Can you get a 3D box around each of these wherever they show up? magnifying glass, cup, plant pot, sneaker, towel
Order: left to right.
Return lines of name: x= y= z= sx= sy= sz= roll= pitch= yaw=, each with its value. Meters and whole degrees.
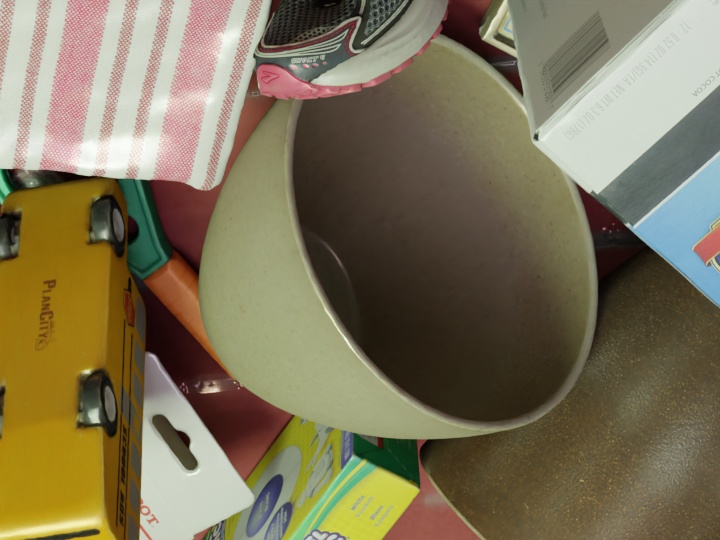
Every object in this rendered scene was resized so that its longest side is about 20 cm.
towel: x=-0.144 y=-0.095 z=0.757 sx=0.198 sy=0.030 sz=0.147 roll=5 pitch=138 yaw=-14
magnifying glass: x=-0.123 y=-0.018 z=0.920 sx=0.079 sy=0.022 sz=0.200 roll=-35 pitch=112 yaw=16
cup: x=0.000 y=0.000 z=0.851 sx=0.200 sy=0.201 sz=0.143 roll=43 pitch=138 yaw=-19
sneaker: x=0.006 y=-0.157 z=0.765 sx=0.080 sy=0.201 sz=0.075 roll=8 pitch=146 yaw=38
plant pot: x=0.162 y=0.070 z=0.891 sx=0.186 sy=0.187 sz=0.201 roll=33 pitch=99 yaw=-15

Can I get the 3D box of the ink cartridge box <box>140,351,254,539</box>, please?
ink cartridge box: x=-0.167 y=0.115 z=0.961 sx=0.199 sy=0.068 sz=0.116 roll=-27 pitch=113 yaw=14

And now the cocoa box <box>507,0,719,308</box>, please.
cocoa box: x=0.157 y=-0.098 z=0.748 sx=0.131 sy=0.200 sz=0.133 roll=40 pitch=111 yaw=-19

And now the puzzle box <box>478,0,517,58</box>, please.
puzzle box: x=0.175 y=-0.131 z=0.859 sx=0.199 sy=0.025 sz=0.134 roll=24 pitch=115 yaw=-12

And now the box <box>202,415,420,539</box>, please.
box: x=-0.040 y=0.148 z=0.949 sx=0.048 sy=0.118 sz=0.201 roll=27 pitch=115 yaw=-15

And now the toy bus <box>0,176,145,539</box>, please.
toy bus: x=-0.144 y=0.051 z=0.843 sx=0.064 sy=0.201 sz=0.079 roll=-10 pitch=142 yaw=8

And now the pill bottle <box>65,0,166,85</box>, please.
pill bottle: x=-0.088 y=-0.186 z=0.783 sx=0.111 sy=0.112 sz=0.201 roll=28 pitch=113 yaw=-13
